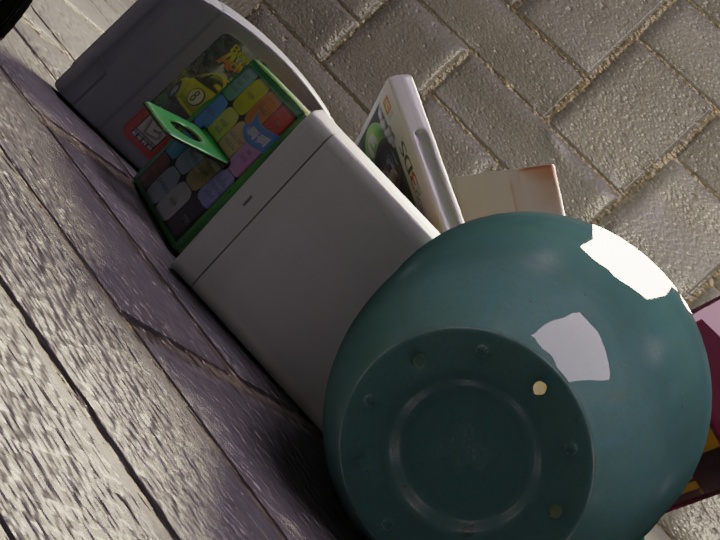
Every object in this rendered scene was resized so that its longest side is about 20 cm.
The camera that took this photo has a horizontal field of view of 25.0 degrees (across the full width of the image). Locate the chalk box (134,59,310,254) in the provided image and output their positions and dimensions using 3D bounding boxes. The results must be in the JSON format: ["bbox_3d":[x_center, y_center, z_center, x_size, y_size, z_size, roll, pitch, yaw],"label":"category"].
[{"bbox_3d":[-0.062,-0.051,1.092,0.200,0.124,0.124,44,5,-33],"label":"chalk box"}]

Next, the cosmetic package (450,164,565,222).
[{"bbox_3d":[0.127,0.029,1.281,0.103,0.087,0.200,91,-9,-70],"label":"cosmetic package"}]

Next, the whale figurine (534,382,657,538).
[{"bbox_3d":[0.095,0.109,1.004,0.200,0.159,0.104,12,-29,12],"label":"whale figurine"}]

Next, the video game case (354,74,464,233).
[{"bbox_3d":[0.027,-0.018,1.218,0.200,0.023,0.182,120,-43,-59],"label":"video game case"}]

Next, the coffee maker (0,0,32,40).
[{"bbox_3d":[-0.232,-0.203,0.800,0.192,0.135,0.200,44,4,-16],"label":"coffee maker"}]

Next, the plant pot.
[{"bbox_3d":[0.070,0.077,0.832,0.201,0.201,0.161,47,18,7],"label":"plant pot"}]

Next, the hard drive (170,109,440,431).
[{"bbox_3d":[-0.001,0.024,0.948,0.200,0.132,0.027,47,19,7],"label":"hard drive"}]

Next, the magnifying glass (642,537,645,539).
[{"bbox_3d":[0.121,0.145,1.120,0.200,0.022,0.080,43,-41,28],"label":"magnifying glass"}]

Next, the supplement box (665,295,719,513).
[{"bbox_3d":[0.193,0.102,1.088,0.110,0.086,0.200,63,-34,6],"label":"supplement box"}]

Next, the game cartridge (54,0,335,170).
[{"bbox_3d":[-0.104,-0.111,1.178,0.200,0.133,0.041,44,4,-24],"label":"game cartridge"}]

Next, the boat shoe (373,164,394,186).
[{"bbox_3d":[0.000,0.000,1.016,0.073,0.063,0.200,14,-36,42],"label":"boat shoe"}]
